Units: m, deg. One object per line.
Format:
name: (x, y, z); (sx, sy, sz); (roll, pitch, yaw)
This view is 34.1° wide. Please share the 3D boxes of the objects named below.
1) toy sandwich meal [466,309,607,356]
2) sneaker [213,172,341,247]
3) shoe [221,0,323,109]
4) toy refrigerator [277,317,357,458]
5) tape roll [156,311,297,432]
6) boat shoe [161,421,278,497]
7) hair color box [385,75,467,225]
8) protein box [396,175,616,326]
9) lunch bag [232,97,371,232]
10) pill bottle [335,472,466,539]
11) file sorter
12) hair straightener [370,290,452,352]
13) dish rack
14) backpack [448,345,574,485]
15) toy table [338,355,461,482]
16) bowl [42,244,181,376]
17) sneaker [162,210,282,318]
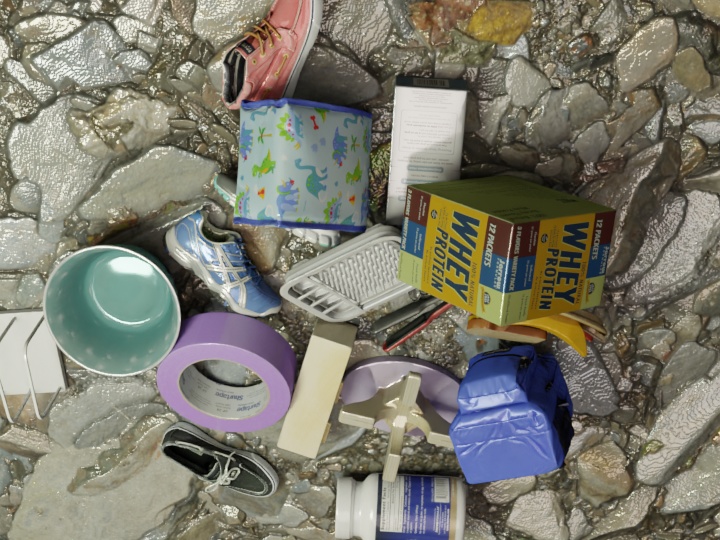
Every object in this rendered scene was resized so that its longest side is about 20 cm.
toy sandwich meal: (0.246, 0.078, 1.656); (0.205, 0.205, 0.070); (19, 84, -6)
sneaker: (-0.108, -0.108, 1.659); (0.200, 0.078, 0.091); (22, 97, -11)
shoe: (-0.119, -0.300, 1.544); (0.071, 0.091, 0.200); (40, 122, 34)
toy refrigerator: (-0.062, 0.176, 1.767); (0.070, 0.076, 0.200); (18, 113, -1)
tape roll: (-0.197, 0.153, 1.735); (0.200, 0.066, 0.200); (5, 135, 6)
boat shoe: (-0.220, 0.308, 1.838); (0.199, 0.068, 0.074); (35, 111, -13)
hair color box: (0.090, -0.163, 1.623); (0.099, 0.061, 0.200); (4, 113, 1)
protein box: (0.191, -0.033, 1.550); (0.198, 0.200, 0.135); (-9, 112, -38)
lunch bag: (-0.064, -0.138, 1.568); (0.200, 0.127, 0.170); (0, 95, -42)
pill bottle: (0.061, 0.375, 1.831); (0.200, 0.116, 0.116); (3, 114, 2)
file sorter: (-0.562, 0.150, 1.752); (0.200, 0.125, 0.139); (-4, 114, 4)
hair straightener: (0.096, 0.039, 1.722); (0.200, 0.041, 0.077); (-32, 109, 15)
dish rack: (0.000, 0.000, 1.662); (0.200, 0.044, 0.172); (-25, 149, 22)
backpack: (0.226, 0.192, 1.697); (0.162, 0.200, 0.168); (-8, 107, 22)
toy table: (0.066, 0.210, 1.758); (0.200, 0.117, 0.184); (2, 114, 3)
bowl: (-0.348, 0.042, 1.702); (0.200, 0.105, 0.201); (1, 110, 4)
sneaker: (-0.189, -0.006, 1.694); (0.200, 0.076, 0.077); (39, 114, -15)
